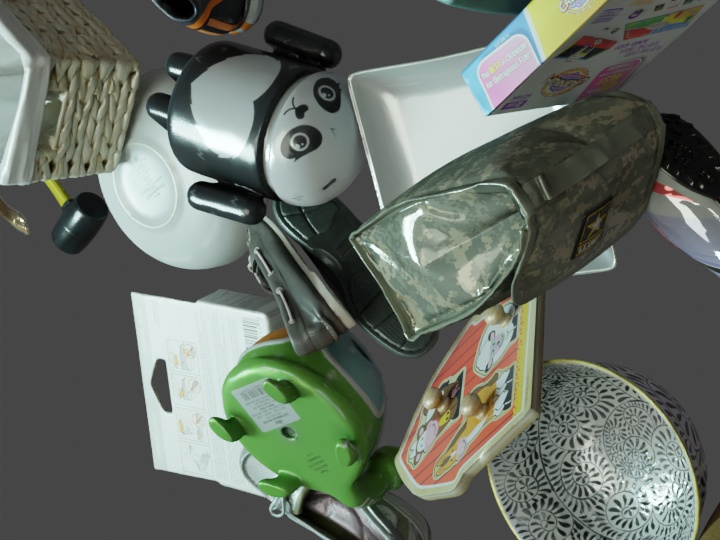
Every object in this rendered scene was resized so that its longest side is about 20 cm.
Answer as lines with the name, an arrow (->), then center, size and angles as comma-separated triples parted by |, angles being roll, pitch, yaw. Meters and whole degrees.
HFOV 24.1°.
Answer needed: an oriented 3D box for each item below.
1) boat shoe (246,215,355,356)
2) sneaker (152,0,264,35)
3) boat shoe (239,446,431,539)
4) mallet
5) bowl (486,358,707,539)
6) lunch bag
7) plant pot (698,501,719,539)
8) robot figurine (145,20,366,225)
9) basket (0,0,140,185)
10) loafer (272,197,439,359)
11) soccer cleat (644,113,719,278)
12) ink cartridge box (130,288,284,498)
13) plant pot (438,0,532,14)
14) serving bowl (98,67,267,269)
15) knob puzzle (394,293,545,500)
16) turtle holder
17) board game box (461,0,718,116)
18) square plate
boat shoe -> -0.070, 0.010, 1.502 | 0.067, 0.057, 0.200 | 54, 176, -36
sneaker -> -0.137, -0.302, 1.426 | 0.078, 0.112, 0.200 | -6, 89, 39
boat shoe -> -0.030, 0.219, 1.588 | 0.202, 0.065, 0.074 | 33, 113, 9
mallet -> -0.337, -0.103, 1.750 | 0.200, 0.041, 0.066 | 48, 128, 19
bowl -> 0.209, 0.154, 1.366 | 0.201, 0.094, 0.201 | 17, 116, 38
lunch bag -> 0.120, -0.045, 1.243 | 0.118, 0.164, 0.200 | 59, 145, -1
plant pot -> 0.312, 0.253, 1.258 | 0.186, 0.200, 0.187 | 18, 120, 34
robot figurine -> -0.088, -0.130, 1.467 | 0.200, 0.125, 0.150 | 20, 119, 28
basket -> -0.308, -0.182, 1.590 | 0.200, 0.123, 0.136 | 46, 127, 43
loafer -> 0.000, 0.000, 1.508 | 0.200, 0.072, 0.063 | 49, 172, 13
soccer cleat -> 0.271, -0.028, 1.270 | 0.200, 0.068, 0.073 | 49, 151, 11
ink cartridge box -> -0.138, 0.117, 1.672 | 0.176, 0.045, 0.200 | 9, 114, 35
plant pot -> 0.095, -0.264, 1.212 | 0.141, 0.200, 0.141 | 29, 125, 26
serving bowl -> -0.184, -0.090, 1.608 | 0.200, 0.066, 0.200 | 16, 117, 34
knob puzzle -> 0.080, 0.105, 1.396 | 0.030, 0.220, 0.220 | 29, 134, -17
turtle holder -> -0.029, 0.126, 1.526 | 0.185, 0.132, 0.141 | 30, 134, 4
board game box -> 0.187, -0.188, 1.200 | 0.200, 0.153, 0.040 | -43, 69, 41
square plate -> 0.101, -0.085, 1.383 | 0.200, 0.028, 0.198 | -8, 103, 31
